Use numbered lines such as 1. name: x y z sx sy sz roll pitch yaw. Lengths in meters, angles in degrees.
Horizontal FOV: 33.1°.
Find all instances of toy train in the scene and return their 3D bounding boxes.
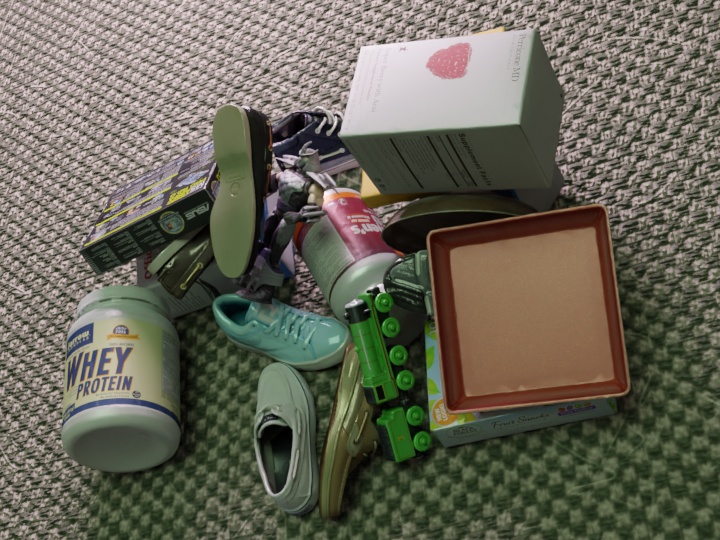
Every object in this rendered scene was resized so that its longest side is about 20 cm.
1. toy train: 0.028 0.118 1.354 0.056 0.201 0.042 -17 3 -22

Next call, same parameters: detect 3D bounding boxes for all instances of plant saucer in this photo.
1. plant saucer: 0.178 0.044 1.289 0.198 0.037 0.202 -9 80 18
2. plant saucer: 0.122 -0.050 1.381 0.199 0.200 0.032 -6 73 25

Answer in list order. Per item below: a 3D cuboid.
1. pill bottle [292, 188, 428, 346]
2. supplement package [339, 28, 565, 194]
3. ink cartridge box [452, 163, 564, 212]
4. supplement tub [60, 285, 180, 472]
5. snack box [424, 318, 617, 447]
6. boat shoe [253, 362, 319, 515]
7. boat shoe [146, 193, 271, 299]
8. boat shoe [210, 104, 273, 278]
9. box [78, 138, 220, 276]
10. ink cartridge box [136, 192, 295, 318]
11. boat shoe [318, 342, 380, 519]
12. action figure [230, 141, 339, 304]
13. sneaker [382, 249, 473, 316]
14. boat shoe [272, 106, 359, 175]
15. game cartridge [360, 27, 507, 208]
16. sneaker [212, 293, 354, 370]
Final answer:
1. pill bottle: 0.000 0.000 1.474 0.109 0.110 0.200 -35 50 3
2. supplement package: 0.099 -0.163 1.275 0.199 0.120 0.122 -1 61 26
3. ink cartridge box: 0.126 -0.138 1.462 0.199 0.145 0.084 20 71 36
4. supplement tub: -0.299 0.135 1.524 0.144 0.145 0.201 -19 53 16
5. snack box: 0.174 0.106 1.348 0.199 0.053 0.143 -14 54 19
6. boat shoe: -0.092 0.187 1.429 0.073 0.065 0.201 -29 51 14
7. boat shoe: -0.174 -0.046 1.522 0.200 0.072 0.060 -42 92 -17
8. boat shoe: -0.135 -0.092 1.430 0.073 0.063 0.203 -1 88 38
9. box: -0.248 -0.087 1.545 0.199 0.044 0.161 -24 27 21
10. ink cartridge box: -0.197 -0.040 1.622 0.199 0.084 0.146 -19 54 16
11. boat shoe: -0.006 0.185 1.379 0.064 0.071 0.202 12 82 -3
12. action figure: -0.094 -0.062 1.464 0.130 0.069 0.201 38 109 56
13. sneaker: 0.129 0.013 1.394 0.198 0.115 0.076 -4 87 8
14. boat shoe: -0.029 -0.185 1.620 0.199 0.093 0.075 -26 51 11
15. game cartridge: 0.088 -0.174 1.384 0.175 0.032 0.201 -10 59 23
16. sneaker: -0.103 0.071 1.501 0.199 0.082 0.074 5 64 31
